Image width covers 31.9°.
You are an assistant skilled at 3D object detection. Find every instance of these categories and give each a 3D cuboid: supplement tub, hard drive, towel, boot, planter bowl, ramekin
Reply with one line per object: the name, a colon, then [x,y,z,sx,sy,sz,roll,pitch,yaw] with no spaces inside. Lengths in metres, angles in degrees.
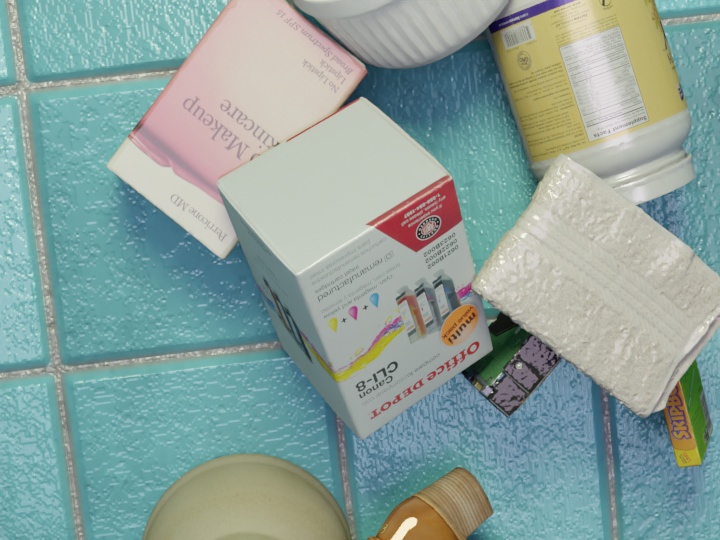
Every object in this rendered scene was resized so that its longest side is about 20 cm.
supplement tub: [0.197,-0.157,1.073,0.144,0.145,0.202,-20,97,-2]
hard drive: [0.169,0.030,1.090,0.038,0.140,0.200,41,90,-7]
towel: [0.197,0.017,1.003,0.199,0.034,0.133,35,92,-16]
boot: [0.075,0.294,1.105,0.155,0.076,0.202,-35,109,-25]
planter bowl: [-0.099,0.273,1.094,0.197,0.135,0.203,0,95,-5]
ramekin: [0.041,-0.259,1.028,0.200,0.200,0.105,-44,130,1]

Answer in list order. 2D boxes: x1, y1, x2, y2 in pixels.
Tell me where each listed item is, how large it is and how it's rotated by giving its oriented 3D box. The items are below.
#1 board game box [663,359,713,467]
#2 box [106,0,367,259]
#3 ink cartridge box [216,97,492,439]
board game box: [0.276,0.064,1.125,0.030,0.095,0.203,-10,98,23]
box: [-0.104,-0.128,1.069,0.127,0.109,0.201,37,91,-7]
ink cartridge box: [0.000,0.000,1.019,0.144,0.145,0.201,-32,135,-13]
